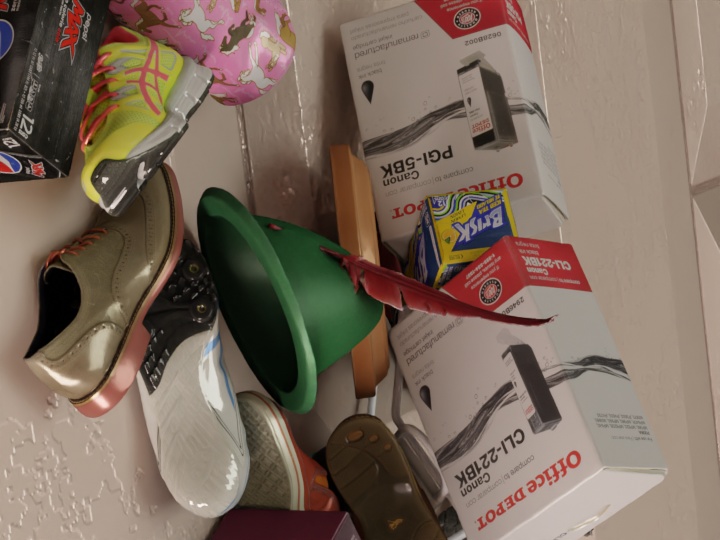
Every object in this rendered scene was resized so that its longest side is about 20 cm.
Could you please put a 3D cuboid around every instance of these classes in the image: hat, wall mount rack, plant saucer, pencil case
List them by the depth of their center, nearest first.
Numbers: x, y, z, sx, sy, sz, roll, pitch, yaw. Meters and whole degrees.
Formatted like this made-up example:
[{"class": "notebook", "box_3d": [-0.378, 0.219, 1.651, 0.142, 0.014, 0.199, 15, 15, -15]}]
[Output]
[{"class": "pencil case", "box_3d": [-0.126, -0.197, 1.439, 0.200, 0.082, 0.087, 38, 38, -52]}, {"class": "hat", "box_3d": [0.000, 0.001, 1.474, 0.175, 0.166, 0.201, -24, 81, -20]}, {"class": "plant saucer", "box_3d": [0.000, 0.000, 1.599, 0.200, 0.032, 0.202, 173, -90, -90]}, {"class": "wall mount rack", "box_3d": [0.044, 0.135, 1.643, 0.074, 0.200, 0.174, -29, 78, -22]}]

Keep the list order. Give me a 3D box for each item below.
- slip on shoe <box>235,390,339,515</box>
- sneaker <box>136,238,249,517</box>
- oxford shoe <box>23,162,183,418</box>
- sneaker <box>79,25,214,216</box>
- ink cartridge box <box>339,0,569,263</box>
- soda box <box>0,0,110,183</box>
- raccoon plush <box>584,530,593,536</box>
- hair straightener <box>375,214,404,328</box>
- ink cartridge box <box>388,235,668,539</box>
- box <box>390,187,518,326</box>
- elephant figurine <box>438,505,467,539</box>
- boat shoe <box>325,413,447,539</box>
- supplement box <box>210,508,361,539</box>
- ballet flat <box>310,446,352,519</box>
[{"class": "slip on shoe", "box_3d": [-0.057, 0.160, 1.530, 0.061, 0.074, 0.201, -56, 140, -36]}, {"class": "sneaker", "box_3d": [-0.125, 0.077, 1.442, 0.072, 0.071, 0.202, 153, -73, -85]}, {"class": "oxford shoe", "box_3d": [-0.172, -0.004, 1.353, 0.075, 0.070, 0.201, 37, 46, -32]}, {"class": "sneaker", "box_3d": [-0.163, -0.106, 1.348, 0.090, 0.078, 0.200, 37, 22, -11]}, {"class": "ink cartridge box", "box_3d": [0.076, -0.122, 1.672, 0.083, 0.146, 0.201, 38, 38, -66]}, {"class": "soda box", "box_3d": [-0.209, -0.160, 1.304, 0.071, 0.063, 0.201, 43, 52, -52]}, {"class": "raccoon plush", "box_3d": [0.135, 0.232, 1.867, 0.200, 0.096, 0.134, 56, 48, -31]}, {"class": "hair straightener", "box_3d": [0.050, 0.030, 1.770, 0.077, 0.041, 0.201, -57, 134, -46]}, {"class": "ink cartridge box", "box_3d": [0.123, 0.098, 1.518, 0.083, 0.144, 0.201, 6, 54, -45]}, {"class": "box", "box_3d": [0.075, 0.012, 1.634, 0.200, 0.070, 0.065, 104, -24, -60]}, {"class": "elephant figurine", "box_3d": [0.092, 0.267, 1.759, 0.141, 0.155, 0.201, -10, 84, -27]}, {"class": "boat shoe", "box_3d": [0.031, 0.203, 1.570, 0.068, 0.072, 0.201, -58, 128, -82]}, {"class": "supplement box", "box_3d": [-0.035, 0.278, 1.518, 0.086, 0.110, 0.201, -59, 136, -42]}, {"class": "ballet flat", "box_3d": [-0.002, 0.239, 1.626, 0.068, 0.068, 0.202, -15, 101, -62]}]
